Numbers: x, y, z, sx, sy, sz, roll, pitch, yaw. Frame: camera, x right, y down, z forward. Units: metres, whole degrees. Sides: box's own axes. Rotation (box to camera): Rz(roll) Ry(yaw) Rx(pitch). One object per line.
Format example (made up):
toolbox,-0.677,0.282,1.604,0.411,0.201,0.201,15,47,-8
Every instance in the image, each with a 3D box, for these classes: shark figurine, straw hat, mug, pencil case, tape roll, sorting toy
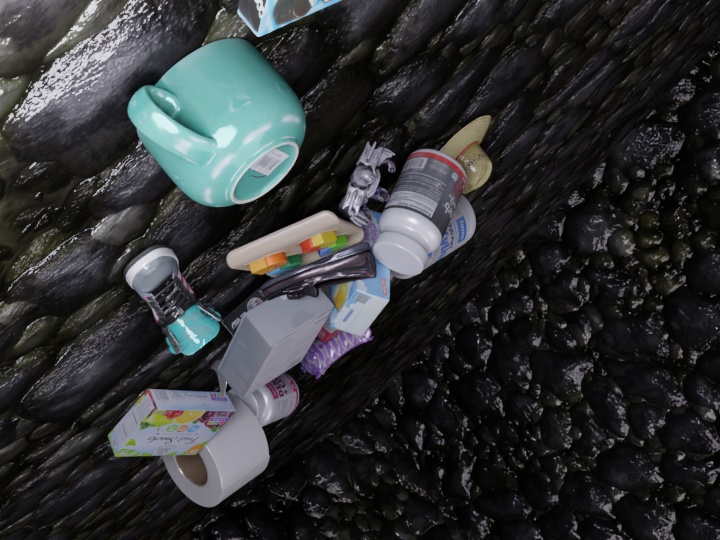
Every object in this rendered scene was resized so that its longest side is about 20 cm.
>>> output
shark figurine,-0.195,0.159,1.776,0.214,0.090,0.128,-30,162,-48
straw hat,0.209,-0.202,1.760,0.201,0.085,0.201,-40,167,-11
mug,-0.141,-0.131,0.894,0.185,0.115,0.152,-33,165,-33
pencil case,-0.063,0.189,2.265,0.200,0.086,0.084,-35,165,-31
tape roll,-0.310,0.377,1.899,0.139,0.203,0.203,-29,163,-44
sorting toy,-0.095,-0.032,1.413,0.184,0.037,0.200,-23,169,10

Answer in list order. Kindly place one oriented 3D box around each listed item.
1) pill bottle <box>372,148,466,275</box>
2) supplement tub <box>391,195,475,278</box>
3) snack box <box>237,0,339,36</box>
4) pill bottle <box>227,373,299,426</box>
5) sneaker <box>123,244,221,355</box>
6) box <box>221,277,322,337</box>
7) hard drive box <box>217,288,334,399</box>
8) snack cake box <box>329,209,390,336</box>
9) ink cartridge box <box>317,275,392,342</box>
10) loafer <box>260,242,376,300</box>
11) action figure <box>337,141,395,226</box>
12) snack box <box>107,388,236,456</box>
pill bottle,0.100,-0.101,1.551,0.116,0.115,0.201,109,5,-66
supplement tub,0.130,-0.078,1.841,0.199,0.132,0.132,-31,164,-39
snack box,-0.038,-0.306,0.789,0.116,0.037,0.200,-34,165,-31
pill bottle,-0.232,0.303,2.078,0.113,0.114,0.200,-45,167,17
sneaker,-0.243,0.049,1.179,0.083,0.121,0.200,-38,167,-11
box,-0.149,0.054,1.653,0.200,0.044,0.160,-42,167,0
hard drive box,-0.152,0.121,1.592,0.155,0.077,0.200,-31,163,-39
snack cake box,0.000,0.000,1.600,0.115,0.067,0.201,125,-24,-43
ink cartridge box,-0.024,0.047,1.906,0.146,0.083,0.200,-32,165,-35
loafer,-0.068,0.016,1.486,0.199,0.063,0.072,-22,177,6
action figure,0.011,-0.131,1.430,0.131,0.069,0.200,-58,178,-8
snack box,-0.353,0.288,1.685,0.142,0.053,0.199,-46,148,23
